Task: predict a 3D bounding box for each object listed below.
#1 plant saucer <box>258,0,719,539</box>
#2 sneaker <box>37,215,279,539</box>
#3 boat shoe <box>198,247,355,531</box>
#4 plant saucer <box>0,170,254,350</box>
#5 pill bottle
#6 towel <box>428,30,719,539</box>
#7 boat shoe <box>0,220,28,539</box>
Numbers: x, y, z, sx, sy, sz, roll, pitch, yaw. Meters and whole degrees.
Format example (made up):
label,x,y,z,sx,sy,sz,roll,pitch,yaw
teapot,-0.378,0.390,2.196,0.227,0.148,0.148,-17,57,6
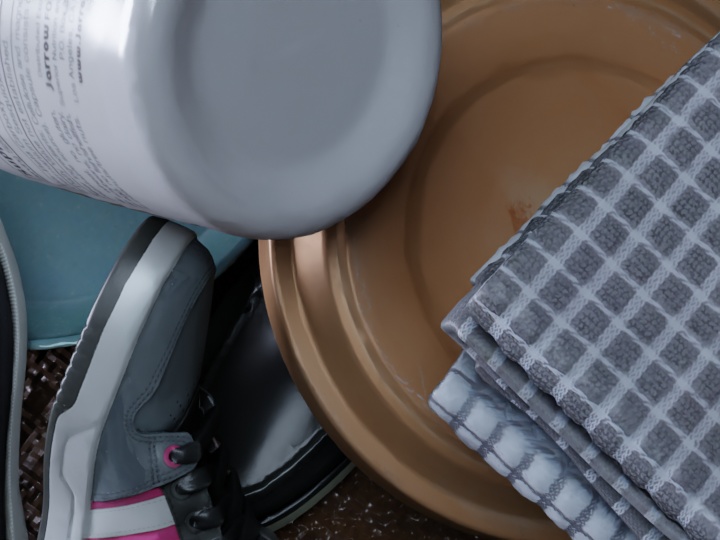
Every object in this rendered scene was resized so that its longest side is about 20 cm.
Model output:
label,x,y,z,sx,sy,sz,roll,pitch,yaw
plant saucer,0.067,-0.010,0.920,0.199,0.032,0.201,1,85,-14
sneaker,-0.040,0.089,0.889,0.120,0.084,0.201,17,116,8
boat shoe,-0.002,-0.001,0.956,0.074,0.063,0.202,34,81,14
plant saucer,-0.109,-0.063,1.005,0.199,0.036,0.201,-2,72,8
pill bottle,-0.076,-0.080,0.888,0.200,0.114,0.115,16,71,51
towel,0.137,0.012,0.856,0.166,0.086,0.200,43,66,2
boat shoe,-0.153,0.047,0.935,0.074,0.060,0.201,-4,89,15
